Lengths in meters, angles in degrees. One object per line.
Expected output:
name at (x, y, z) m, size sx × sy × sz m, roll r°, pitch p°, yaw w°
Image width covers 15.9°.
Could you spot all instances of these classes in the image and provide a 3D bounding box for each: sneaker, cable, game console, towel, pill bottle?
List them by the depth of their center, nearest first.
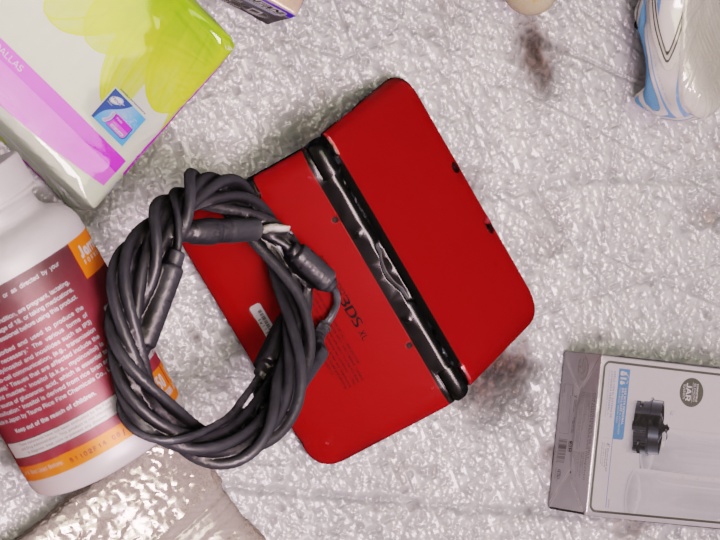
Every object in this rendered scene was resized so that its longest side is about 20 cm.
cable at (-0.091, 0.030, 1.612) m, size 0.163 × 0.051 × 0.200 m, roll 57°, pitch 47°, yaw -22°
pill bottle at (-0.204, 0.032, 1.618) m, size 0.113 × 0.113 × 0.200 m, roll -32°, pitch 101°, yaw -19°
towel at (-0.160, 0.204, 1.677) m, size 0.200 × 0.034 × 0.133 m, roll -39°, pitch 104°, yaw -18°
game console at (0.000, 0.000, 1.751) m, size 0.172 × 0.119 × 0.200 m, roll -28°, pitch 101°, yaw 12°
sneaker at (0.225, -0.205, 1.810) m, size 0.072 × 0.072 × 0.200 m, roll 5°, pitch 90°, yaw -48°

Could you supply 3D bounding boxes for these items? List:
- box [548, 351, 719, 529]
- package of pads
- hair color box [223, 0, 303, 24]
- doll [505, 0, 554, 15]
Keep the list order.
box at (0.240, 0.123, 1.822) m, size 0.200 × 0.060 × 0.117 m, roll 9°, pitch 86°, yaw -22°
package of pads at (-0.197, -0.161, 1.648) m, size 0.200 × 0.068 × 0.155 m, roll 44°, pitch 75°, yaw -16°
hair color box at (-0.059, -0.278, 1.707) m, size 0.109 × 0.065 × 0.200 m, roll 25°, pitch 82°, yaw -20°
doll at (0.158, -0.263, 1.798) m, size 0.136 × 0.048 × 0.200 m, roll 41°, pitch 75°, yaw -29°
